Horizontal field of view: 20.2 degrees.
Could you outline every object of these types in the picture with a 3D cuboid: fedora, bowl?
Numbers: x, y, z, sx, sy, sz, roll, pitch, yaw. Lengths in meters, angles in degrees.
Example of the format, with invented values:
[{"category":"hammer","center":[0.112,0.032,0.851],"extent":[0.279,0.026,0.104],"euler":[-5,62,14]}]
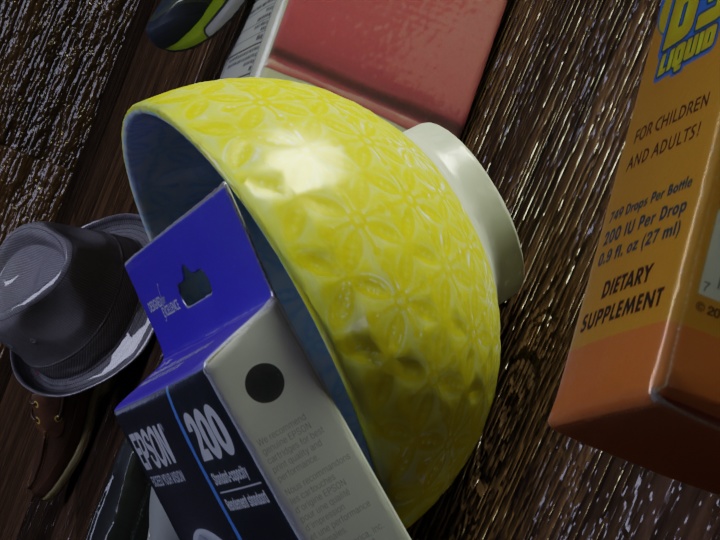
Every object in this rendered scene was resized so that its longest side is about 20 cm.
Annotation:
[{"category":"fedora","center":[-0.263,0.016,1.760],"extent":[0.200,0.090,0.177],"euler":[-5,62,47]},{"category":"bowl","center":[0.000,0.000,0.808],"extent":[0.108,0.200,0.200],"euler":[-29,3,-16]}]

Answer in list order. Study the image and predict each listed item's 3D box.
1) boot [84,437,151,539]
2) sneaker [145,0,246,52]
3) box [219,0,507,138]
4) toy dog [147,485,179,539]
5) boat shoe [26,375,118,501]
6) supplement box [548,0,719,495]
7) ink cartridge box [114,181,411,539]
[{"category":"boot","center":[-0.180,0.204,1.370],"extent":[0.165,0.066,0.200],"euler":[21,95,68]},{"category":"sneaker","center":[-0.074,-0.205,1.036],"extent":[0.074,0.081,0.200],"euler":[-93,25,-62]},{"category":"box","center":[0.006,-0.138,1.027],"extent":[0.128,0.109,0.200],"euler":[-173,102,-77]},{"category":"toy dog","center":[-0.058,0.126,1.003],"extent":[0.200,0.096,0.132],"euler":[102,174,-48]},{"category":"boat shoe","center":[-0.272,0.119,1.868],"extent":[0.072,0.068,0.200],"euler":[-102,34,-66]},{"category":"supplement box","center":[0.114,-0.044,0.552],"extent":[0.067,0.069,0.200],"euler":[-29,41,67]},{"category":"ink cartridge box","center":[-0.044,0.078,0.791],"extent":[0.043,0.200,0.198],"euler":[-27,-1,-19]}]
